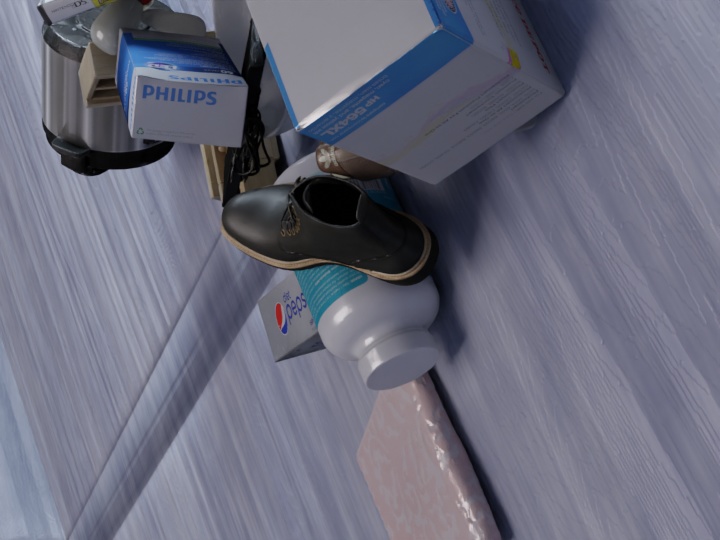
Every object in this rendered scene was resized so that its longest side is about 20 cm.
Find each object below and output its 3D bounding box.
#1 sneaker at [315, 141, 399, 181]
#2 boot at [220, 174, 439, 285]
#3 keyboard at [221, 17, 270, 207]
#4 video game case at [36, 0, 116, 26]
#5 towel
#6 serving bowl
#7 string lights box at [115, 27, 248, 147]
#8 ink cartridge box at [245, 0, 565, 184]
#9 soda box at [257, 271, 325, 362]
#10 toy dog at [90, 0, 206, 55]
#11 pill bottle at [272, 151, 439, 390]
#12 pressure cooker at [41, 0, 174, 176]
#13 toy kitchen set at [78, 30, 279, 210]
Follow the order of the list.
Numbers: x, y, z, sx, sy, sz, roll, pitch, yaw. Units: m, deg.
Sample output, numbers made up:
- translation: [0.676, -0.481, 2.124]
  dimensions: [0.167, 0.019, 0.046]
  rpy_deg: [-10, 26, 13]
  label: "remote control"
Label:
- translation: [0.001, -0.110, 1.237]
  dimensions: [0.200, 0.074, 0.071]
  rpy_deg: [-77, -25, -84]
  label: "sneaker"
- translation: [-0.049, -0.051, 1.225]
  dimensions: [0.198, 0.138, 0.079]
  rpy_deg: [7, 77, 27]
  label: "boot"
- translation: [-0.102, -0.136, 1.453]
  dimensions: [0.201, 0.039, 0.105]
  rpy_deg: [106, 167, -50]
  label: "keyboard"
- translation: [-0.213, -0.326, 1.498]
  dimensions: [0.201, 0.179, 0.026]
  rpy_deg: [-82, -30, -50]
  label: "video game case"
- translation: [0.059, 0.201, 1.391]
  dimensions: [0.192, 0.032, 0.201]
  rpy_deg: [108, 144, -52]
  label: "towel"
- translation: [-0.077, -0.231, 1.455]
  dimensions: [0.200, 0.065, 0.203]
  rpy_deg: [168, 90, -68]
  label: "serving bowl"
- translation: [-0.170, -0.174, 1.425]
  dimensions: [0.200, 0.101, 0.060]
  rpy_deg: [-120, 37, -66]
  label: "string lights box"
- translation: [0.038, -0.156, 1.059]
  dimensions: [0.125, 0.199, 0.130]
  rpy_deg: [-33, 64, 24]
  label: "ink cartridge box"
- translation: [-0.039, 0.032, 1.497]
  dimensions: [0.200, 0.063, 0.069]
  rpy_deg: [-38, 67, 65]
  label: "soda box"
- translation: [-0.188, -0.289, 1.569]
  dimensions: [0.132, 0.199, 0.097]
  rpy_deg: [56, 179, 41]
  label: "toy dog"
- translation: [0.000, 0.000, 1.328]
  dimensions: [0.111, 0.109, 0.202]
  rpy_deg: [115, 138, -55]
  label: "pill bottle"
- translation: [-0.299, -0.217, 1.846]
  dimensions: [0.179, 0.174, 0.202]
  rpy_deg: [-123, 34, -47]
  label: "pressure cooker"
- translation: [-0.200, -0.129, 1.646]
  dimensions: [0.163, 0.178, 0.203]
  rpy_deg: [139, 121, -66]
  label: "toy kitchen set"
